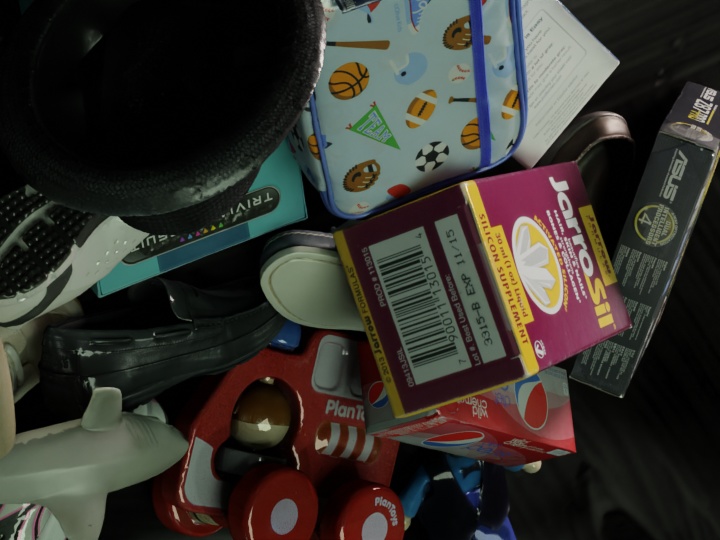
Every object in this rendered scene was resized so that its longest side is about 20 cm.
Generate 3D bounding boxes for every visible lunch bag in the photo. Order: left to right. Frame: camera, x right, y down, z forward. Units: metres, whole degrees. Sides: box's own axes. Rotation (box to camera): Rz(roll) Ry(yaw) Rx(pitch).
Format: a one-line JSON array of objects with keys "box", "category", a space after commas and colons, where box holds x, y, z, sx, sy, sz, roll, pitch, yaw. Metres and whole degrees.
[{"box": [0.028, -0.134, 1.140, 0.160, 0.076, 0.200, -19, 137, -12], "category": "lunch bag"}]

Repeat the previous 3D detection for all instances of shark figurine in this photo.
[{"box": [-0.198, 0.138, 1.113, 0.214, 0.090, 0.128, -16, 162, -12], "category": "shark figurine"}]

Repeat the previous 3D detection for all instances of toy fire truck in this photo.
[{"box": [-0.048, 0.116, 1.322, 0.200, 0.112, 0.168, 17, 83, -41], "category": "toy fire truck"}]

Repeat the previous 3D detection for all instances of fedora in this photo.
[{"box": [-0.104, -0.092, 1.036, 0.201, 0.201, 0.092, -32, 145, -15], "category": "fedora"}]

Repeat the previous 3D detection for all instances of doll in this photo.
[{"box": [0.088, 0.183, 1.483, 0.136, 0.048, 0.200, -25, 124, -18], "category": "doll"}]

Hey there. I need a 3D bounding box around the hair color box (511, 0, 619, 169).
[{"box": [0.075, -0.161, 1.246, 0.100, 0.061, 0.200, -50, 134, 5], "category": "hair color box"}]

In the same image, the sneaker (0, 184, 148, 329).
[{"box": [-0.154, -0.039, 1.107, 0.200, 0.074, 0.080, -35, 164, -19], "category": "sneaker"}]

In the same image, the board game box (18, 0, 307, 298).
[{"box": [-0.118, -0.100, 1.160, 0.151, 0.047, 0.200, -21, 128, -22], "category": "board game box"}]

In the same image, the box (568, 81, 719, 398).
[{"box": [0.217, -0.026, 1.383, 0.161, 0.049, 0.200, -42, 151, -65], "category": "box"}]

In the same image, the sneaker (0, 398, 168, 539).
[{"box": [-0.226, 0.137, 1.228, 0.200, 0.080, 0.086, -50, 126, -11], "category": "sneaker"}]

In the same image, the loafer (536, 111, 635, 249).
[{"box": [0.161, -0.020, 1.389, 0.073, 0.071, 0.200, 2, 117, -36], "category": "loafer"}]

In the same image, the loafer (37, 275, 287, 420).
[{"box": [-0.122, 0.035, 1.213, 0.200, 0.068, 0.070, -23, 117, -43], "category": "loafer"}]

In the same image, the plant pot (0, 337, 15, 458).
[{"box": [-0.303, 0.050, 1.038, 0.200, 0.200, 0.177, -36, 143, -11], "category": "plant pot"}]

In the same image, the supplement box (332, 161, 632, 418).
[{"box": [0.086, 0.009, 1.248, 0.103, 0.131, 0.200, -21, 178, 28], "category": "supplement box"}]

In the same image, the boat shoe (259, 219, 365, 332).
[{"box": [0.000, 0.000, 1.283, 0.075, 0.062, 0.200, -34, 149, 33], "category": "boat shoe"}]

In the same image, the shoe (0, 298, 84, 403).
[{"box": [-0.254, 0.083, 1.177, 0.200, 0.053, 0.070, -34, 132, -13], "category": "shoe"}]

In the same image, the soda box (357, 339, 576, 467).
[{"box": [0.080, 0.093, 1.362, 0.063, 0.070, 0.200, -16, 160, 31], "category": "soda box"}]
